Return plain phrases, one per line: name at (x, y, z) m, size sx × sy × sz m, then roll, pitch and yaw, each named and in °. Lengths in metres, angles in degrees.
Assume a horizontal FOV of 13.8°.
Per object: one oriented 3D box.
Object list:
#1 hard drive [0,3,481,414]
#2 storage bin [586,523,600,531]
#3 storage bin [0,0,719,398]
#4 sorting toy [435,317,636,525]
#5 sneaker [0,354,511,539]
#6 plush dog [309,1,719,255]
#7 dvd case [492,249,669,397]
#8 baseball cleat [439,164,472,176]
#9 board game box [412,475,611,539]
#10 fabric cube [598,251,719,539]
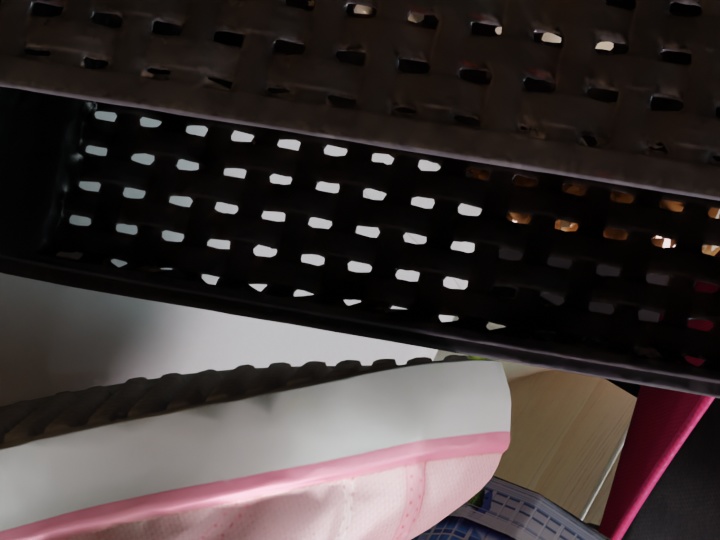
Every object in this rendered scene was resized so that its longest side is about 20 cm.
hard drive at (-0.058, 0.034, 0.594) m, size 0.132 × 0.026 × 0.200 m, roll 42°, pitch 61°, yaw -31°
storage bin at (0.081, 0.135, 0.854) m, size 0.146 × 0.134 × 0.200 m, roll -54°, pitch -173°, yaw -11°
storage bin at (0.010, -0.046, 0.494) m, size 0.135 × 0.200 × 0.094 m, roll 59°, pitch 42°, yaw -73°
sorting toy at (0.007, 0.081, 0.957) m, size 0.200 × 0.107 × 0.180 m, roll -62°, pitch 156°, yaw -3°
sneaker at (-0.053, 0.076, 0.529) m, size 0.200 × 0.075 × 0.105 m, roll -13°, pitch 94°, yaw -35°
plush dog at (0.057, -0.099, 0.645) m, size 0.172 × 0.200 × 0.160 m, roll -36°, pitch -177°, yaw 24°
dvd case at (0.084, -0.058, 0.931) m, size 0.200 × 0.143 × 0.018 m, roll -59°, pitch 179°, yaw -37°
baseball cleat at (0.000, 0.000, 0.810) m, size 0.106 × 0.070 × 0.200 m, roll 37°, pitch 74°, yaw -59°
board game box at (-0.018, 0.117, 0.781) m, size 0.200 × 0.062 × 0.200 m, roll -58°, pitch -173°, yaw -27°
fabric cube at (0.195, 0.010, 0.769) m, size 0.200 × 0.196 × 0.199 m, roll -61°, pitch -177°, yaw 35°
